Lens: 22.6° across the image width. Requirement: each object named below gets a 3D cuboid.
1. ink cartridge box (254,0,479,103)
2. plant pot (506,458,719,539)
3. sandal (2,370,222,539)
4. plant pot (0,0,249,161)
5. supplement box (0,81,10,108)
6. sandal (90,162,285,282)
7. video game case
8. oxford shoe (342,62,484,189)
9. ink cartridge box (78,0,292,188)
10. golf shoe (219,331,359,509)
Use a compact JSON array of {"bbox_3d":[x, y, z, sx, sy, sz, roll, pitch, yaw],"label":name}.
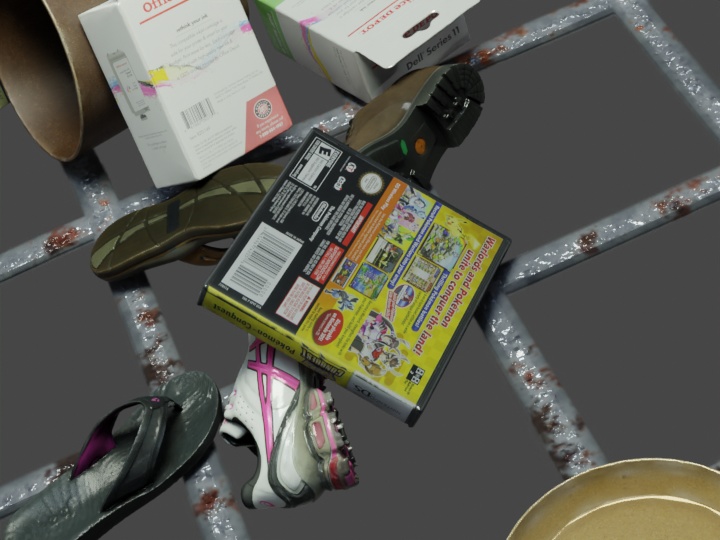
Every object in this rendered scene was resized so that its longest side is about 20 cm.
[{"bbox_3d":[0.012,-0.216,1.575,0.117,0.067,0.200,-37,43,-17],"label":"ink cartridge box"},{"bbox_3d":[0.185,0.210,1.164,0.199,0.028,0.201,-9,46,9],"label":"plant pot"},{"bbox_3d":[-0.180,0.142,1.326,0.075,0.048,0.200,31,63,37],"label":"sandal"},{"bbox_3d":[-0.206,-0.219,1.596,0.199,0.188,0.187,-25,44,-26],"label":"plant pot"},{"bbox_3d":[-0.463,-0.196,1.668,0.200,0.135,0.200,-39,49,-19],"label":"supplement box"},{"bbox_3d":[-0.128,-0.029,1.472,0.199,0.055,0.082,-23,38,16],"label":"sandal"},{"bbox_3d":[0.000,0.000,1.341,0.180,0.026,0.200,29,47,2],"label":"video game case"},{"bbox_3d":[0.016,-0.093,1.479,0.084,0.073,0.200,10,49,48],"label":"oxford shoe"},{"bbox_3d":[-0.152,-0.184,1.496,0.116,0.201,0.067,-33,17,-36],"label":"ink cartridge box"},{"bbox_3d":[-0.067,0.087,1.325,0.092,0.073,0.200,-19,46,2],"label":"golf shoe"}]
